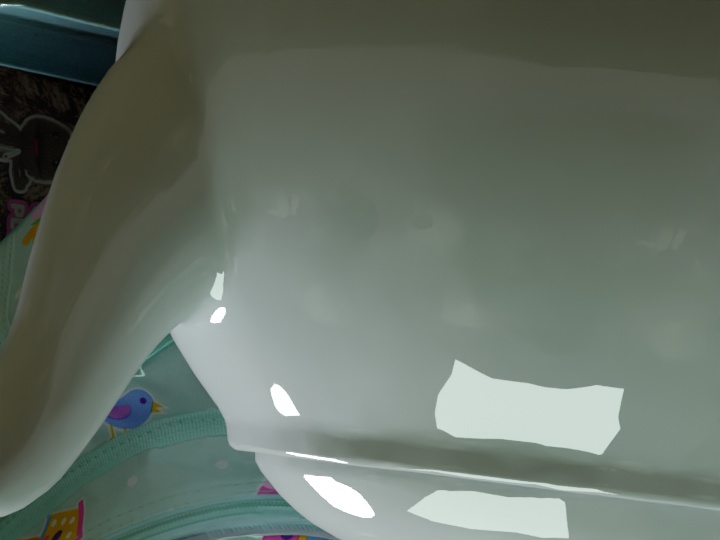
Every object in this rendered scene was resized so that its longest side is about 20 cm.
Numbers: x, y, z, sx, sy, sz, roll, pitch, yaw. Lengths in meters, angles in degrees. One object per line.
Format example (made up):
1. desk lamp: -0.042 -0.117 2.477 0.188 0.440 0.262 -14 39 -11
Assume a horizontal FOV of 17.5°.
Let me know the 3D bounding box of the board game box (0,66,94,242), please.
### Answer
1. board game box: -0.141 -0.005 0.778 0.199 0.098 0.159 17 165 -32

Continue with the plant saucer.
1. plant saucer: -0.025 -0.056 0.651 0.199 0.019 0.070 9 171 -36

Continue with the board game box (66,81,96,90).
1. board game box: 0.000 -0.044 0.808 0.198 0.020 0.103 5 174 26

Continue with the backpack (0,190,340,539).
1. backpack: -0.029 0.050 0.641 0.175 0.200 0.154 26 -152 -34

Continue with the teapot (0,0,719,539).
1. teapot: 0.041 0.003 0.472 0.198 0.147 0.197 5 176 19
